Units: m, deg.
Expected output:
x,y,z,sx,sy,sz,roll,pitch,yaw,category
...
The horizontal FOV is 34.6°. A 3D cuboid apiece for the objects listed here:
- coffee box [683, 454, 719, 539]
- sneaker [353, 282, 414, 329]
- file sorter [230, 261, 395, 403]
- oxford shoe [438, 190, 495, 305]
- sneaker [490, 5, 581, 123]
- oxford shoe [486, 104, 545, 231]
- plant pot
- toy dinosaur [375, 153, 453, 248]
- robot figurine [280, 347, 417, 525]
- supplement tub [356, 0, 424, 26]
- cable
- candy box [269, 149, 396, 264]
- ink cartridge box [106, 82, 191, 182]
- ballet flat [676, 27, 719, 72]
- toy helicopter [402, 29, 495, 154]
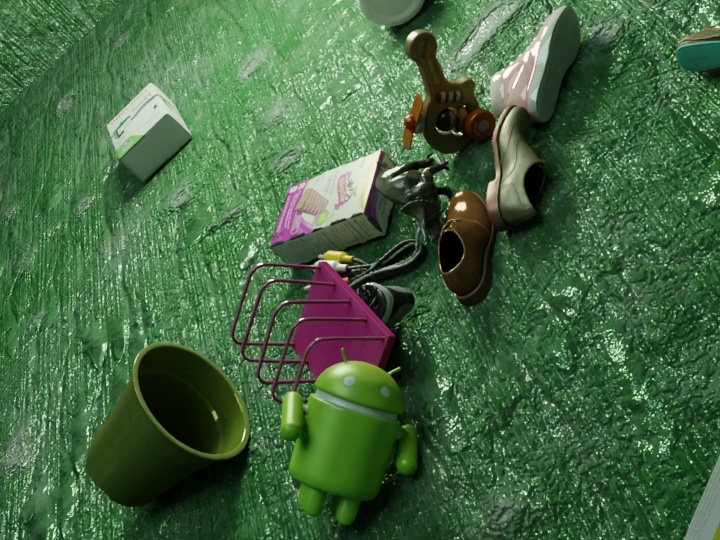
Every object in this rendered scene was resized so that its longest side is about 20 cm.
x,y,z,sx,sy,sz,roll,pitch,yaw,category
0.404,0.200,0.886,0.197,0.200,0.201,7,60,51,coffee box
0.000,0.071,1.604,0.200,0.079,0.074,-27,72,50,sneaker
-0.072,0.093,1.526,0.200,0.125,0.140,46,124,48,file sorter
0.138,-0.049,1.566,0.071,0.071,0.201,-30,35,26,oxford shoe
0.249,-0.302,1.699,0.104,0.075,0.201,1,60,42,sneaker
0.223,-0.145,1.579,0.074,0.070,0.201,-14,56,35,oxford shoe
-0.293,0.240,1.666,0.190,0.200,0.201,-45,31,26,plant pot
0.069,-0.126,1.682,0.102,0.077,0.200,-27,48,-25,toy dinosaur
-0.016,0.201,1.404,0.116,0.175,0.201,-174,102,-80,robot figurine
0.045,-0.552,2.142,0.132,0.132,0.200,-34,36,18,supplement tub
0.000,0.000,1.684,0.199,0.050,0.097,-15,42,39,cable
-0.040,-0.096,1.821,0.199,0.061,0.137,-18,42,36,candy box
-0.456,-0.298,2.477,0.146,0.084,0.200,-43,34,4,ink cartridge box
0.487,-0.280,1.436,0.072,0.068,0.200,-38,25,-23,ballet flat
0.106,-0.258,1.701,0.132,0.201,0.079,-30,33,-7,toy helicopter
